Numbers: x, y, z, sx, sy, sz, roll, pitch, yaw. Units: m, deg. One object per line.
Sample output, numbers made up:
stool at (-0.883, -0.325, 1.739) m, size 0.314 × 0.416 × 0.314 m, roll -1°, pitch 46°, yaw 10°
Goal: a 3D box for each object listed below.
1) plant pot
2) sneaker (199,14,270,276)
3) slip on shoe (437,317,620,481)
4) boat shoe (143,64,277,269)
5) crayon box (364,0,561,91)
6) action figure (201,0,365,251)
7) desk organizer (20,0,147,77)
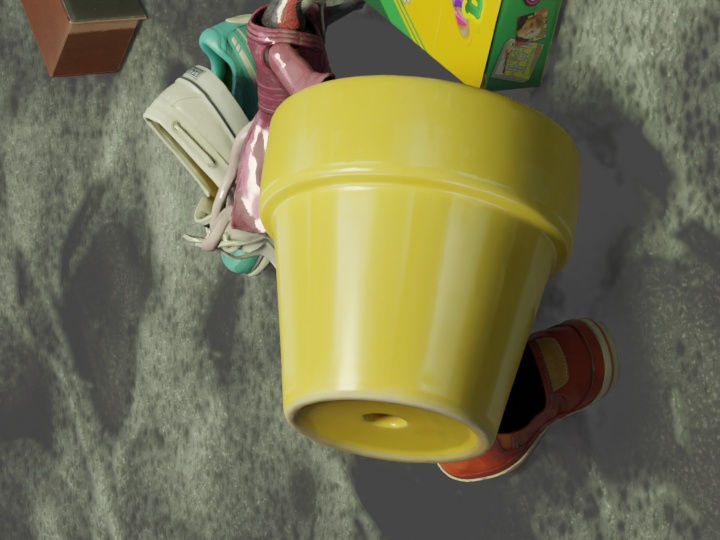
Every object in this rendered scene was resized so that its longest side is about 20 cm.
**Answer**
plant pot at (0.028, 0.009, 1.424) m, size 0.200 × 0.200 × 0.190 m, roll -25°, pitch 51°, yaw 57°
sneaker at (-0.096, -0.094, 1.773) m, size 0.077 × 0.079 × 0.202 m, roll 23°, pitch 116°, yaw 55°
slip on shoe at (0.093, 0.086, 1.517) m, size 0.200 × 0.061 × 0.075 m, roll -40°, pitch 64°, yaw 55°
boat shoe at (-0.094, -0.043, 1.701) m, size 0.203 × 0.086 × 0.074 m, roll 58°, pitch 160°, yaw -19°
crayon box at (0.070, -0.241, 1.494) m, size 0.173 × 0.058 × 0.201 m, roll 45°, pitch 132°, yaw 46°
action figure at (-0.049, -0.127, 1.617) m, size 0.134 × 0.148 × 0.201 m, roll -89°, pitch -9°, yaw -59°
desk organizer at (-0.259, -0.269, 2.017) m, size 0.201 × 0.071 × 0.077 m, roll 66°, pitch 147°, yaw 27°
